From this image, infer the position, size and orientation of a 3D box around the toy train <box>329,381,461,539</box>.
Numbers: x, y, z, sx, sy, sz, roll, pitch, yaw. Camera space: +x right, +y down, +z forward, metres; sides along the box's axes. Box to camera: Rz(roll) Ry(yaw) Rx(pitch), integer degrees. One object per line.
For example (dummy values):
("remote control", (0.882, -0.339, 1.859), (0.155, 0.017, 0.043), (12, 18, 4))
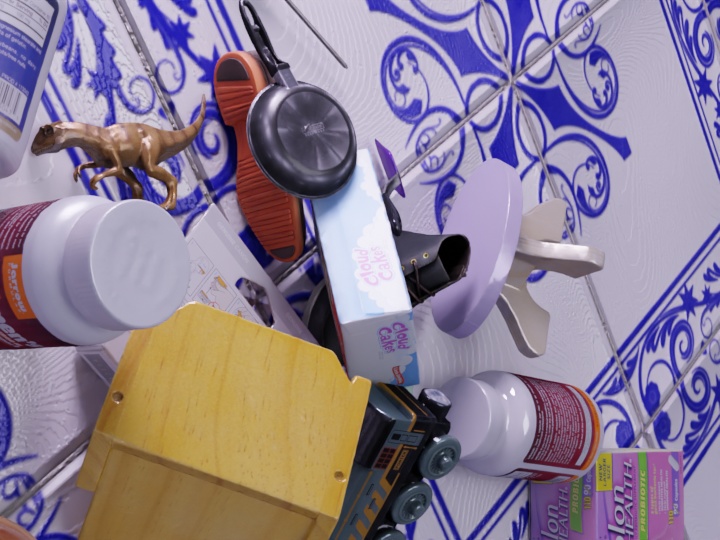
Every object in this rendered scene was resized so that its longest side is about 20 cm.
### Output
("toy train", (0.008, 0.191, 1.242), (0.113, 0.085, 0.201), (15, 110, -42))

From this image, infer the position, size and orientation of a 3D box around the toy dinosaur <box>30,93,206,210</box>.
("toy dinosaur", (-0.184, -0.102, 1.183), (0.199, 0.060, 0.107), (-10, 92, -48))

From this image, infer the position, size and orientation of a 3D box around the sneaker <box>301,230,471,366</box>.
("sneaker", (0.024, 0.022, 1.362), (0.200, 0.106, 0.075), (-53, 123, -36))

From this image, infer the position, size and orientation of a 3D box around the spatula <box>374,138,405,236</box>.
("spatula", (0.030, -0.076, 1.357), (0.200, 0.020, 0.057), (-89, 161, -65))

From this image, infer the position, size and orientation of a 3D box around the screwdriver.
("screwdriver", (-0.072, -0.267, 1.347), (0.200, 0.028, 0.029), (42, 29, -39))

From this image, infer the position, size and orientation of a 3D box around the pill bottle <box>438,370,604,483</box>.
("pill bottle", (0.169, 0.170, 1.500), (0.199, 0.112, 0.114), (15, 75, -46))

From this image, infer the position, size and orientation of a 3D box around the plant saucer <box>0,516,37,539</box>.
("plant saucer", (-0.309, 0.281, 1.028), (0.199, 0.037, 0.202), (7, 80, -47))

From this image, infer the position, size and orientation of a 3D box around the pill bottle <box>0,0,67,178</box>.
("pill bottle", (-0.288, -0.182, 1.035), (0.119, 0.119, 0.202), (30, 65, -41))

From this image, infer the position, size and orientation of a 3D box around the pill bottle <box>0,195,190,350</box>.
("pill bottle", (-0.225, 0.002, 1.025), (0.109, 0.199, 0.111), (6, 81, -46))

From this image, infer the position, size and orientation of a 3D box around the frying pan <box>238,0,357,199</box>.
("frying pan", (-0.051, -0.157, 1.254), (0.114, 0.031, 0.192), (6, 71, -30))

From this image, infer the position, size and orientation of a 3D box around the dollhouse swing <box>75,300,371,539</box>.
("dollhouse swing", (-0.122, 0.162, 1.134), (0.198, 0.176, 0.183), (20, 54, -6))

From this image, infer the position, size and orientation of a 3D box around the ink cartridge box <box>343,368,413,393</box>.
("ink cartridge box", (-0.019, 0.194, 1.306), (0.160, 0.050, 0.202), (4, 90, -54))

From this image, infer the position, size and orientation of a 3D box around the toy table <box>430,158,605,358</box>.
("toy table", (0.160, -0.007, 1.480), (0.116, 0.183, 0.202), (24, 77, -25))

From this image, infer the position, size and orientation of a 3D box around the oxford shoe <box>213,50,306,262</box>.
("oxford shoe", (-0.076, -0.110, 1.295), (0.073, 0.071, 0.202), (-19, 99, -50))

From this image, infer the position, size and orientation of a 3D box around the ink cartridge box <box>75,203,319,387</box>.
("ink cartridge box", (-0.136, 0.073, 1.229), (0.201, 0.044, 0.177), (55, 51, -29))

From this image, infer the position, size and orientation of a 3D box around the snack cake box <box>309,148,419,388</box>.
("snack cake box", (0.000, 0.000, 1.269), (0.115, 0.067, 0.201), (84, -7, -51))

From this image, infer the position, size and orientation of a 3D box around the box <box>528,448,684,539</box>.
("box", (0.296, 0.301, 1.637), (0.199, 0.096, 0.178), (7, 81, -46))
